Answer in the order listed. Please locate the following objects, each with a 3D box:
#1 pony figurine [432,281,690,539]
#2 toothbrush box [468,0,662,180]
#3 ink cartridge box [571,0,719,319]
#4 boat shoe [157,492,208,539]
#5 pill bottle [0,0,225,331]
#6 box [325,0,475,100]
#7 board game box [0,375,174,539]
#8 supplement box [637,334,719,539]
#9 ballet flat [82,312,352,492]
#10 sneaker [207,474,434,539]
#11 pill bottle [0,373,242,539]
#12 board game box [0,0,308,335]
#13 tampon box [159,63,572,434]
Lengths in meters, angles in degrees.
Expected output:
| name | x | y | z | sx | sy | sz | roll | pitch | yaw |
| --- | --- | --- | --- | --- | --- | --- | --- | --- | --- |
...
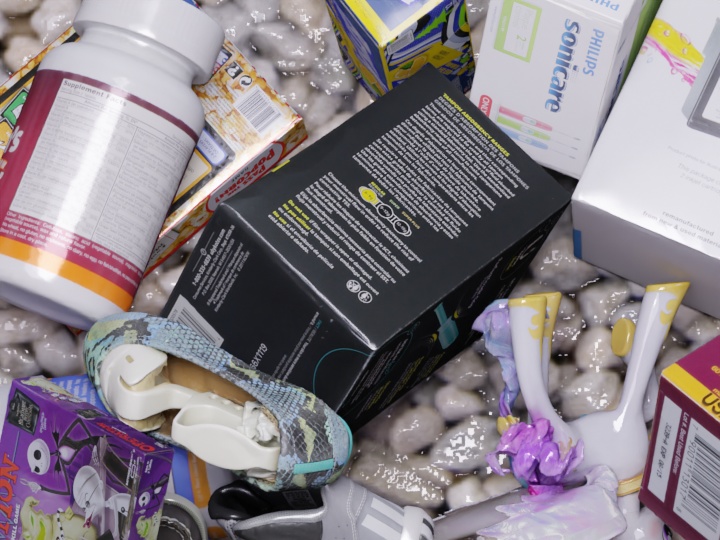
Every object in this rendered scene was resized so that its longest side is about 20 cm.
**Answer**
| name | x | y | z | sx | sy | sz | roll | pitch | yaw |
| --- | --- | --- | --- | --- | --- | --- | --- | --- | --- |
| pony figurine | 0.122 | 0.113 | 1.673 | 0.193 | 0.166 | 0.200 | -5 | 92 | -26 |
| toothbrush box | 0.144 | -0.181 | 1.706 | 0.086 | 0.146 | 0.200 | 21 | 54 | 8 |
| ink cartridge box | 0.235 | -0.086 | 1.712 | 0.146 | 0.147 | 0.200 | 23 | 79 | 10 |
| boat shoe | -0.147 | 0.227 | 1.665 | 0.072 | 0.061 | 0.201 | 24 | 109 | -5 |
| pill bottle | -0.161 | -0.071 | 1.708 | 0.109 | 0.110 | 0.200 | 20 | 79 | 9 |
| box | 0.024 | -0.151 | 1.715 | 0.064 | 0.200 | 0.070 | -37 | 77 | -4 |
| board game box | -0.175 | 0.175 | 1.618 | 0.120 | 0.032 | 0.200 | 26 | 110 | 42 |
| supplement box | 0.264 | 0.075 | 1.615 | 0.200 | 0.110 | 0.086 | -29 | 53 | -30 |
| ballet flat | -0.099 | 0.075 | 1.601 | 0.200 | 0.074 | 0.074 | 17 | 77 | 33 |
| sneaker | -0.057 | 0.175 | 1.654 | 0.115 | 0.075 | 0.200 | 35 | 125 | -20 |
| pill bottle | -0.175 | 0.120 | 1.711 | 0.200 | 0.112 | 0.112 | -7 | 76 | 2 |
| board game box | -0.158 | -0.081 | 1.791 | 0.200 | 0.046 | 0.152 | -40 | 77 | -6 |
| tampon box | 0.000 | 0.000 | 1.665 | 0.126 | 0.150 | 0.200 | 44 | 48 | 12 |
